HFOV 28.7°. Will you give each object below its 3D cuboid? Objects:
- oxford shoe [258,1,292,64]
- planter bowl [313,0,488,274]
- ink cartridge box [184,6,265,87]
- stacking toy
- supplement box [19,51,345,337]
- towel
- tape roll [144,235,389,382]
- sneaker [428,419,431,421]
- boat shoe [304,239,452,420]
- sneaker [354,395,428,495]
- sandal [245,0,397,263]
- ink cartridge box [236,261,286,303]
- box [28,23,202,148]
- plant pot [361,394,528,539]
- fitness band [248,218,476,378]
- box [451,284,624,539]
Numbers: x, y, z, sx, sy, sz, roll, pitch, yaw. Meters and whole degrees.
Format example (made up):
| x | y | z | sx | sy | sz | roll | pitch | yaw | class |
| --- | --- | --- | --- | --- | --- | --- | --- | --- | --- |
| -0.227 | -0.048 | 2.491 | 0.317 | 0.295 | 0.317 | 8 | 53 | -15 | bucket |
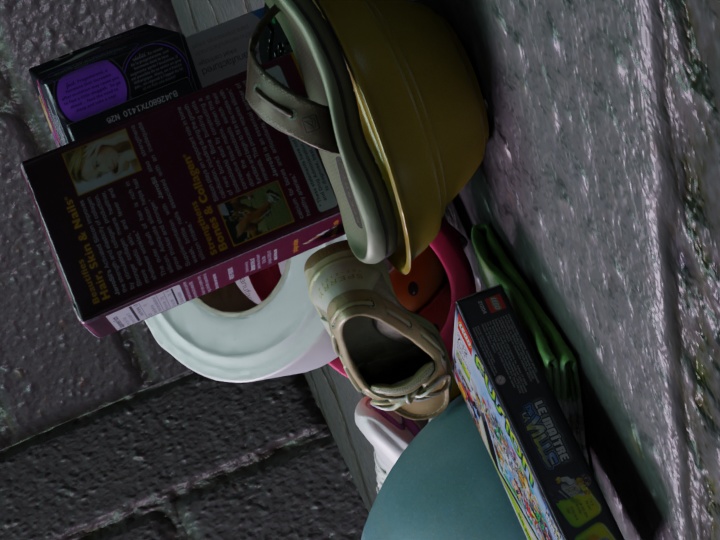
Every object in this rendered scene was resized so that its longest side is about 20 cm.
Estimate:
| x | y | z | sx | sy | sz | roll | pitch | yaw | class |
| --- | --- | --- | --- | --- | --- | --- | --- | --- | --- |
| -0.032 | -0.195 | 1.069 | 0.073 | 0.084 | 0.202 | 38 | 139 | 42 | oxford shoe |
| 0.027 | -0.106 | 0.894 | 0.200 | 0.083 | 0.202 | 158 | 90 | -84 | planter bowl |
| -0.058 | -0.125 | 1.226 | 0.086 | 0.145 | 0.202 | 154 | 94 | -81 | ink cartridge box |
| 0.054 | 0.062 | 1.187 | 0.200 | 0.146 | 0.146 | 49 | 176 | -9 | stacking toy |
| -0.105 | -0.048 | 0.915 | 0.086 | 0.198 | 0.111 | 105 | 141 | -79 | supplement box |
| 0.118 | 0.083 | 1.002 | 0.150 | 0.030 | 0.201 | -120 | 11 | -45 | towel |
| -0.078 | -0.019 | 1.054 | 0.071 | 0.201 | 0.204 | -1 | -116 | -61 | tape roll |
| 0.072 | 0.132 | 1.273 | 0.074 | 0.088 | 0.202 | -141 | 31 | -78 | sneaker |
| 0.019 | 0.058 | 0.976 | 0.201 | 0.072 | 0.064 | 63 | -171 | -50 | boat shoe |
| 0.043 | 0.189 | 1.202 | 0.200 | 0.099 | 0.075 | 51 | -172 | -32 | sneaker |
| -0.034 | -0.093 | 0.822 | 0.080 | 0.057 | 0.203 | -143 | 32 | -77 | sandal |
| -0.068 | -0.049 | 1.328 | 0.084 | 0.198 | 0.147 | 46 | 159 | 62 | ink cartridge box |
| -0.203 | -0.137 | 1.193 | 0.200 | 0.121 | 0.107 | -144 | 33 | -70 | box |
| 0.080 | 0.211 | 1.073 | 0.201 | 0.134 | 0.200 | 59 | -176 | -7 | plant pot |
| 0.000 | 0.000 | 1.086 | 0.200 | 0.144 | 0.037 | 40 | -166 | 15 | fitness band |
| 0.114 | 0.121 | 0.919 | 0.110 | 0.034 | 0.201 | 86 | 163 | -61 | box |
